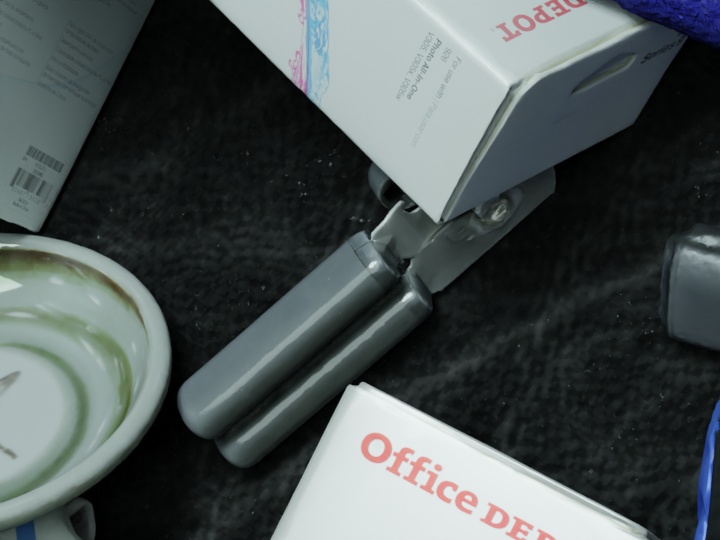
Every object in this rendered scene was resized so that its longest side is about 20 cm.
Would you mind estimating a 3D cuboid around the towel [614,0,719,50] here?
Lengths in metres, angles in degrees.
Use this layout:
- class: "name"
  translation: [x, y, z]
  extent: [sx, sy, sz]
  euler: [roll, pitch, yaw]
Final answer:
- class: "towel"
  translation: [0.091, -0.170, 0.820]
  extent: [0.199, 0.050, 0.148]
  euler: [19, 43, -9]

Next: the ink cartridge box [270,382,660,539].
- class: "ink cartridge box"
  translation: [0.022, 0.168, 0.837]
  extent: [0.146, 0.084, 0.200]
  euler: [27, 88, 18]

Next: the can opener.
- class: "can opener"
  translation: [0.000, 0.000, 0.901]
  extent: [0.200, 0.053, 0.067]
  euler: [-41, 40, 7]

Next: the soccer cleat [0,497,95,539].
- class: "soccer cleat"
  translation: [-0.174, 0.123, 0.920]
  extent: [0.200, 0.070, 0.086]
  euler: [26, 44, 34]

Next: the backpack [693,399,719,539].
- class: "backpack"
  translation: [0.196, 0.120, 0.748]
  extent: [0.162, 0.168, 0.201]
  euler: [2, 87, 14]

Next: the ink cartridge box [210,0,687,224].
- class: "ink cartridge box"
  translation: [0.025, -0.132, 0.850]
  extent: [0.200, 0.145, 0.088]
  euler: [44, 135, 19]

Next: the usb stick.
- class: "usb stick"
  translation: [0.214, 0.029, 0.814]
  extent: [0.199, 0.033, 0.056]
  euler: [17, 120, 26]

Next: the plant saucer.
- class: "plant saucer"
  translation: [-0.180, 0.061, 0.899]
  extent: [0.199, 0.050, 0.200]
  euler: [-4, 38, 3]

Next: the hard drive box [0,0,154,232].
- class: "hard drive box"
  translation: [-0.161, -0.134, 0.908]
  extent: [0.077, 0.156, 0.200]
  euler: [27, 88, 20]
